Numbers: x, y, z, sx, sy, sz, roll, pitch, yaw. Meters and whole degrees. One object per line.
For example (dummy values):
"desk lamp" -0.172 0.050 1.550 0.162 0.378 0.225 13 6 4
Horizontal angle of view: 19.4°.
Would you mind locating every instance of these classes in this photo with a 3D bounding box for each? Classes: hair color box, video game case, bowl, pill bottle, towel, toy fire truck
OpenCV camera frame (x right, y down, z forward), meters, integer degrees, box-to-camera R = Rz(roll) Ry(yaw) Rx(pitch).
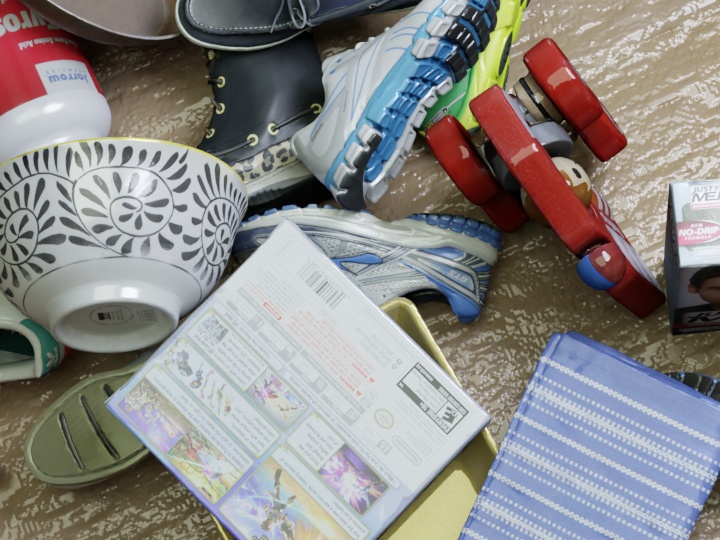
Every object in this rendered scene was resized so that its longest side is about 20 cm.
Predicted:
"hair color box" 0.258 -0.009 1.425 0.098 0.200 0.061 -5 75 6
"video game case" -0.042 0.098 1.449 0.200 0.045 0.181 44 85 8
"bowl" -0.173 -0.002 1.458 0.199 0.201 0.095 -8 65 5
"pill bottle" -0.254 -0.135 1.568 0.112 0.112 0.201 -26 74 0
"towel" 0.156 0.156 1.434 0.144 0.024 0.201 25 85 16
"toy fire truck" 0.143 -0.053 1.455 0.112 0.200 0.168 -37 69 9

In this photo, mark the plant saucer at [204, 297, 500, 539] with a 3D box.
"plant saucer" -0.002 0.153 1.486 0.199 0.048 0.201 -31 82 -2

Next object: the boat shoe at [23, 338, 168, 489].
"boat shoe" -0.147 0.095 1.517 0.199 0.068 0.075 -32 76 0

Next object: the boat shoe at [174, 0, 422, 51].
"boat shoe" -0.041 -0.207 1.518 0.199 0.062 0.075 -9 81 9

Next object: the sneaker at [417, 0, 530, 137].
"sneaker" 0.078 -0.191 1.548 0.083 0.074 0.201 17 90 13

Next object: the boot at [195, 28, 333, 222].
"boot" -0.106 -0.110 1.563 0.202 0.074 0.155 -18 72 -7

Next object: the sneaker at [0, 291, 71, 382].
"sneaker" -0.304 0.042 1.529 0.198 0.094 0.071 6 115 6

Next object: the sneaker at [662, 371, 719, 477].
"sneaker" 0.276 0.115 1.460 0.199 0.078 0.076 5 78 26

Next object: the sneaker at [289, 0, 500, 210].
"sneaker" 0.019 -0.147 1.494 0.087 0.075 0.200 36 88 31

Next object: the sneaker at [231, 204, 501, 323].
"sneaker" 0.000 0.000 1.523 0.198 0.077 0.086 4 83 10

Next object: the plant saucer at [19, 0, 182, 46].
"plant saucer" -0.212 -0.233 1.569 0.200 0.200 0.032 49 121 15
